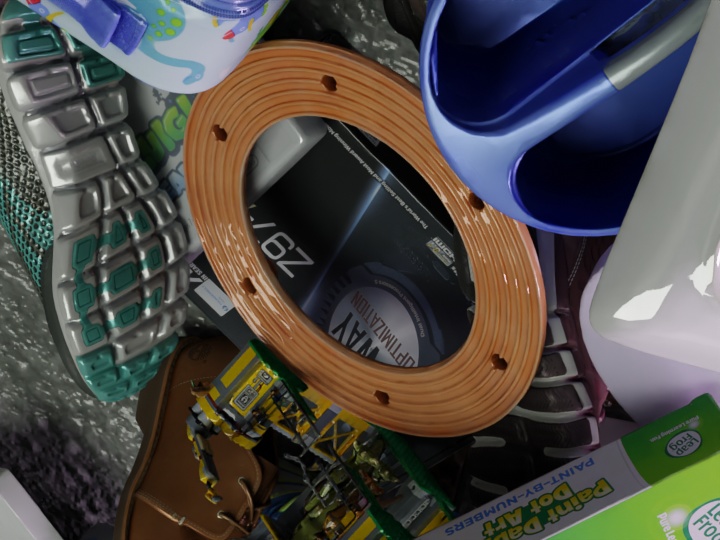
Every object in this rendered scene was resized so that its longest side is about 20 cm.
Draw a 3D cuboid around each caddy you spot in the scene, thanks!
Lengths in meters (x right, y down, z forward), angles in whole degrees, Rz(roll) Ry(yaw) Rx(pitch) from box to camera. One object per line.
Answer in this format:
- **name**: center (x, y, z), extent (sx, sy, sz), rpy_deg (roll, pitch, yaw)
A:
- **caddy**: center (0.115, -0.105, 1.083), extent (0.200, 0.105, 0.141), rpy_deg (-38, 108, 11)

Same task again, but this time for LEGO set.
- **LEGO set**: center (-0.022, 0.140, 1.268), extent (0.116, 0.200, 0.154), rpy_deg (-48, 141, 9)

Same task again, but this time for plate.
- **plate**: center (0.212, -0.036, 1.055), extent (0.200, 0.032, 0.200), rpy_deg (18, 100, -19)

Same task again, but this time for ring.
- **ring**: center (0.002, -0.015, 1.201), extent (0.200, 0.019, 0.200), rpy_deg (26, 136, 28)

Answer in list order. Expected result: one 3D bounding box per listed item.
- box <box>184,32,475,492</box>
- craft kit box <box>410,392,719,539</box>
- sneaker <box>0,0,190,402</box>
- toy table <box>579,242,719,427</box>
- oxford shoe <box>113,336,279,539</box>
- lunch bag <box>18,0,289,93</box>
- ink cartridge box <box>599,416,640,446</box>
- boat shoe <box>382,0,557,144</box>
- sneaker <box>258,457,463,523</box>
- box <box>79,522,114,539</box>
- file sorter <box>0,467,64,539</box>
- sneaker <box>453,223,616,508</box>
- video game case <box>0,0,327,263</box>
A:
- **box**: center (0.000, 0.000, 1.325), extent (0.200, 0.044, 0.160), rpy_deg (46, 134, -11)
- **craft kit box**: center (0.103, 0.177, 1.184), extent (0.197, 0.049, 0.200), rpy_deg (-28, 123, 0)
- **sneaker**: center (-0.143, -0.036, 1.284), extent (0.091, 0.078, 0.200), rpy_deg (1, 106, 52)
- **toy table**: center (0.204, 0.024, 1.181), extent (0.200, 0.117, 0.184), rpy_deg (41, 134, -9)
- **oxford shoe**: center (-0.078, 0.124, 1.376), extent (0.071, 0.200, 0.071), rpy_deg (-7, 156, 28)
- **lunch bag**: center (-0.108, -0.176, 1.156), extent (0.200, 0.161, 0.082), rpy_deg (34, 137, 1)
- **ink cartridge box**: center (0.176, 0.161, 1.333), extent (0.200, 0.084, 0.146), rpy_deg (9, 130, 22)
- **boat shoe**: center (0.038, -0.125, 1.178), extent (0.066, 0.072, 0.201), rpy_deg (-13, 115, 44)
- **sneaker**: center (0.005, 0.137, 1.404), extent (0.200, 0.076, 0.105), rpy_deg (33, 139, 10)
- **box**: center (-0.073, 0.236, 1.525), extent (0.200, 0.041, 0.156), rpy_deg (55, 156, -21)
- **file sorter**: center (-0.208, 0.223, 1.534), extent (0.200, 0.125, 0.139), rpy_deg (54, 158, -17)
- **sneaker**: center (0.110, 0.048, 1.239), extent (0.076, 0.115, 0.200), rpy_deg (12, 110, 48)
- **video game case**: center (-0.127, -0.086, 1.301), extent (0.182, 0.024, 0.200), rpy_deg (53, 133, 5)
